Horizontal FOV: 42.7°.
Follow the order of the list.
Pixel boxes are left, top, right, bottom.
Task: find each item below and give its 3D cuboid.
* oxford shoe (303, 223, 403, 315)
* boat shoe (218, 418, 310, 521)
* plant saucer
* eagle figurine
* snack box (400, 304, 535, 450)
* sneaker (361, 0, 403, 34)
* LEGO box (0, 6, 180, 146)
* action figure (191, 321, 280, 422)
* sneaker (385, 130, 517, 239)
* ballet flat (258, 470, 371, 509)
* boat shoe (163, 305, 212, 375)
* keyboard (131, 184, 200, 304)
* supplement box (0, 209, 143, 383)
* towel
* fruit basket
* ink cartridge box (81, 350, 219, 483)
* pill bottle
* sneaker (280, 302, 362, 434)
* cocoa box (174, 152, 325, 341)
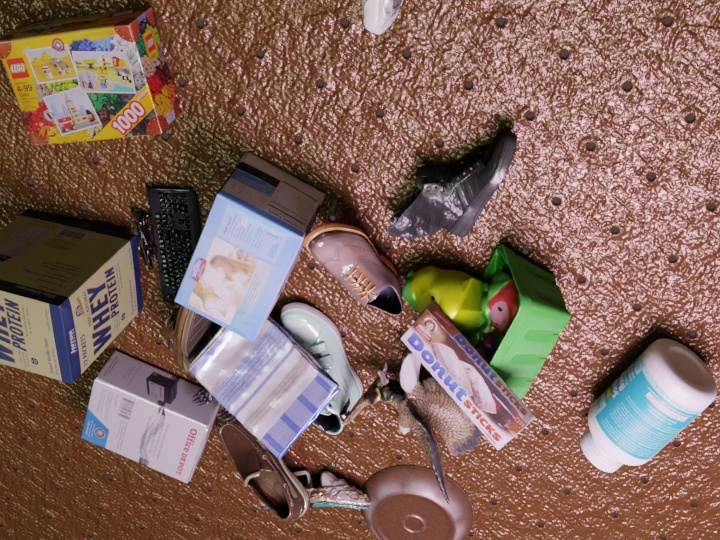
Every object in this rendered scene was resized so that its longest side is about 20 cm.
[{"bbox_3d":[0.000,0.000,1.251,0.071,0.073,0.199,-39,138,18],"label":"oxford shoe"},{"bbox_3d":[-0.165,0.323,1.503,0.202,0.075,0.075,43,107,13],"label":"boat shoe"},{"bbox_3d":[0.092,0.418,1.558,0.198,0.037,0.203,7,123,10],"label":"plant saucer"},{"bbox_3d":[0.095,0.226,1.382,0.199,0.151,0.153,35,87,7],"label":"eagle figurine"},{"bbox_3d":[0.141,0.142,1.233,0.200,0.024,0.072,49,131,12],"label":"snack box"},{"bbox_3d":[0.005,-0.381,1.077,0.098,0.078,0.203,8,114,17],"label":"sneaker"},{"bbox_3d":[-0.359,-0.257,1.232,0.197,0.077,0.151,-3,120,16],"label":"LEGO box"},{"bbox_3d":[-0.190,0.153,1.428,0.118,0.102,0.201,33,125,6],"label":"action figure"},{"bbox_3d":[0.118,-0.113,1.212,0.103,0.060,0.201,23,127,-6],"label":"sneaker"},{"bbox_3d":[-0.079,0.370,1.554,0.197,0.076,0.065,-3,77,12],"label":"ballet flat"},{"bbox_3d":[-0.269,0.091,1.399,0.068,0.072,0.201,34,144,12],"label":"boat shoe"},{"bbox_3d":[-0.289,-0.028,1.377,0.103,0.040,0.202,5,121,10],"label":"keyboard"},{"bbox_3d":[-0.456,0.032,1.347,0.197,0.200,0.136,12,124,15],"label":"supplement box"},{"bbox_3d":[-0.143,0.157,1.354,0.200,0.024,0.147,42,91,11],"label":"towel"},{"bbox_3d":[0.158,0.067,1.272,0.212,0.156,0.218,-3,128,-4],"label":"fruit basket"},{"bbox_3d":[-0.347,0.244,1.531,0.198,0.084,0.146,23,123,-1],"label":"ink cartridge box"},{"bbox_3d":[0.398,0.199,1.302,0.110,0.111,0.201,31,123,-6],"label":"pill bottle"},{"bbox_3d":[-0.066,0.150,1.384,0.073,0.119,0.202,-21,112,26],"label":"sneaker"},{"bbox_3d":[-0.154,-0.031,1.286,0.132,0.132,0.201,27,123,-3],"label":"cocoa box"}]
